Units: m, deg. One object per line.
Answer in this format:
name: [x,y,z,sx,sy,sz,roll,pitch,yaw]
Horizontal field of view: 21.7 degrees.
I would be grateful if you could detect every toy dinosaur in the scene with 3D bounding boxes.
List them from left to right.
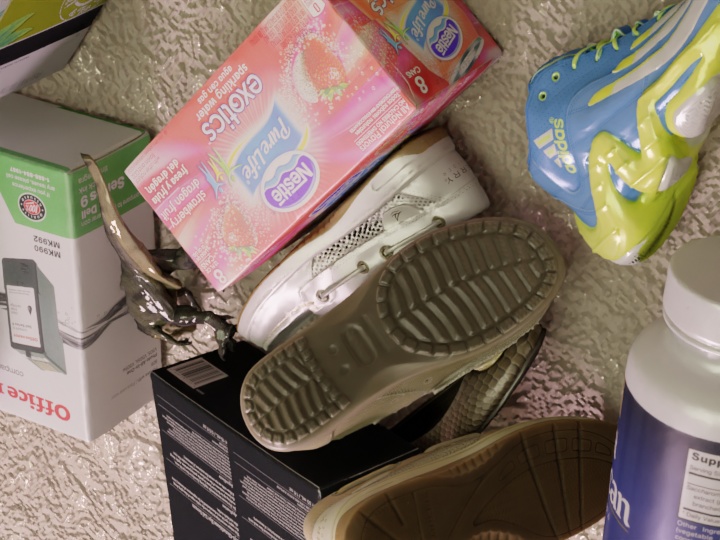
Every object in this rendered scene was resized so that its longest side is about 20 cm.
toy dinosaur: [-0.116,0.006,1.156,0.088,0.048,0.200,19,151,19]

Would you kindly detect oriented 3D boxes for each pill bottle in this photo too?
pill bottle: [0.191,0.088,0.991,0.111,0.111,0.201,19,122,27]

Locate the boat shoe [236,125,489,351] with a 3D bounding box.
boat shoe: [0.000,0.000,1.109,0.069,0.071,0.200,50,129,4]

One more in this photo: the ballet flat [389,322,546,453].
ballet flat: [0.047,0.086,1.126,0.046,0.067,0.200,40,136,1]

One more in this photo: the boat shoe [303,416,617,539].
boat shoe: [0.063,0.125,1.064,0.065,0.199,0.073,11,113,61]

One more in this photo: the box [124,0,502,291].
box: [-0.030,-0.089,1.065,0.095,0.103,0.200,51,130,3]

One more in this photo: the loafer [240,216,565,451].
loafer: [0.024,0.036,1.059,0.199,0.068,0.076,-29,77,5]

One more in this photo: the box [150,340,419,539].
box: [-0.045,0.147,1.167,0.200,0.078,0.142,28,127,50]

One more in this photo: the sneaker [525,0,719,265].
sneaker: [0.137,-0.098,0.959,0.105,0.076,0.201,34,129,17]

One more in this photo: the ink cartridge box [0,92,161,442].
ink cartridge box: [-0.214,-0.004,1.250,0.145,0.084,0.201,16,121,29]

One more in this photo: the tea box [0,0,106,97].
tea box: [-0.241,-0.195,1.096,0.134,0.200,0.197,46,131,7]
